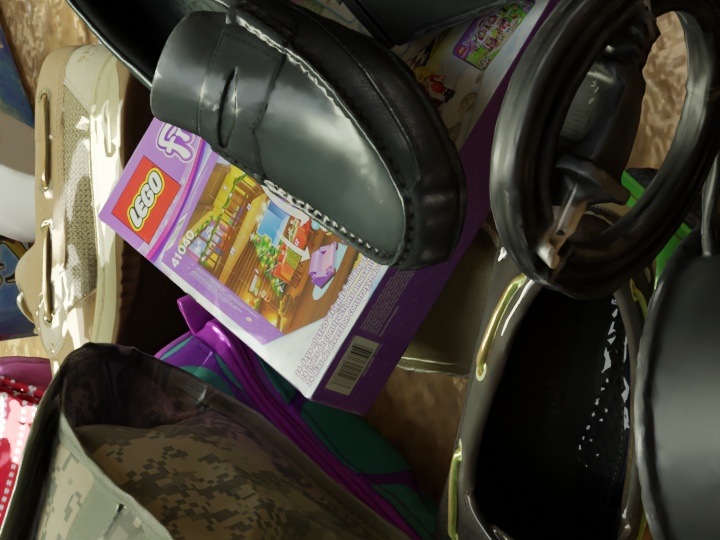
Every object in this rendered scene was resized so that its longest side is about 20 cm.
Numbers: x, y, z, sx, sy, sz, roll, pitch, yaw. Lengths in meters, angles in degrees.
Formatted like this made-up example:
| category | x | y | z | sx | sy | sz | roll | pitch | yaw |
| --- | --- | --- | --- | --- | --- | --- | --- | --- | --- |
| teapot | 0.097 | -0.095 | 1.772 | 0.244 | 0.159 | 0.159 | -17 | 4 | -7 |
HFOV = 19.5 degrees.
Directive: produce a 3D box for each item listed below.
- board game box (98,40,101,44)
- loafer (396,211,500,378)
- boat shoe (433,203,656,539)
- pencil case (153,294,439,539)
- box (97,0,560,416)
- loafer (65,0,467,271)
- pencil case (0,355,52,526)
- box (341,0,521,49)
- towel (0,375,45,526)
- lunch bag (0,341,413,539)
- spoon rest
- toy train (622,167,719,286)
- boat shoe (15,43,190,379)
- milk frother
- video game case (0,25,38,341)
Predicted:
| category | x | y | z | sx | sy | sz | roll | pitch | yaw |
| --- | --- | --- | --- | --- | --- | --- | --- | --- | --- |
| board game box | -0.070 | -0.148 | 0.905 | 0.151 | 0.036 | 0.201 | -36 | 68 | 46 |
| loafer | 0.000 | 0.000 | 0.823 | 0.199 | 0.068 | 0.076 | 17 | 109 | 47 |
| boat shoe | 0.059 | 0.077 | 0.693 | 0.071 | 0.061 | 0.203 | 6 | 108 | 7 |
| pencil case | -0.007 | 0.098 | 0.824 | 0.200 | 0.085 | 0.093 | 42 | 149 | 29 |
| box | 0.001 | -0.068 | 0.773 | 0.137 | 0.039 | 0.201 | 38 | 100 | 37 |
| loafer | -0.039 | -0.063 | 0.721 | 0.201 | 0.070 | 0.068 | 45 | 138 | 35 |
| pencil case | -0.158 | 0.147 | 0.995 | 0.094 | 0.090 | 0.202 | 131 | 140 | -64 |
| box | 0.038 | -0.168 | 0.628 | 0.199 | 0.193 | 0.048 | -16 | 44 | 31 |
| towel | -0.152 | 0.125 | 0.935 | 0.199 | 0.022 | 0.146 | 15 | 80 | 27 |
| lunch bag | -0.079 | 0.134 | 0.751 | 0.200 | 0.117 | 0.165 | 32 | 110 | 51 |
| spoon rest | -0.124 | -0.023 | 0.963 | 0.200 | 0.099 | 0.061 | 41 | 105 | 20 |
| toy train | 0.142 | 0.036 | 0.687 | 0.200 | 0.042 | 0.057 | 46 | 118 | 35 |
| boat shoe | -0.109 | 0.005 | 0.890 | 0.064 | 0.071 | 0.202 | 5 | 92 | 30 |
| milk frother | 0.154 | 0.006 | 0.526 | 0.187 | 0.199 | 0.182 | -3 | 85 | 38 |
| video game case | -0.240 | -0.049 | 0.996 | 0.045 | 0.199 | 0.183 | -35 | 71 | 44 |
